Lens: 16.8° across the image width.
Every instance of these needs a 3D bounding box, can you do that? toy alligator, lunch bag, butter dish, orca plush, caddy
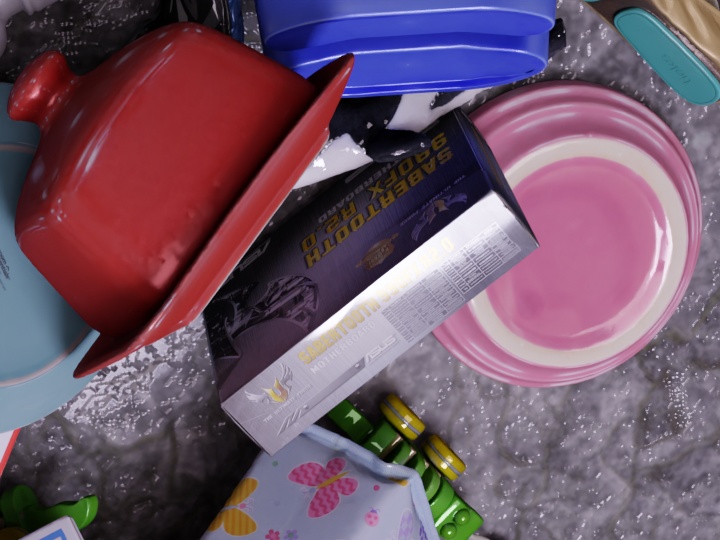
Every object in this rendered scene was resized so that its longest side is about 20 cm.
[{"bbox_3d":[-0.240,0.190,1.488,0.200,0.059,0.054,-45,79,18],"label":"toy alligator"},{"bbox_3d":[-0.035,0.214,1.483,0.170,0.127,0.200,-56,150,-23],"label":"lunch bag"},{"bbox_3d":[-0.122,-0.059,1.296,0.148,0.200,0.200,39,74,-8],"label":"butter dish"},{"bbox_3d":[0.044,0.144,1.547,0.059,0.054,0.200,-44,114,1],"label":"toy alligator"},{"bbox_3d":[0.023,-0.117,1.428,0.199,0.105,0.071,-19,116,5],"label":"orca plush"},{"bbox_3d":[0.023,-0.168,1.354,0.199,0.141,0.105,-3,75,-1],"label":"caddy"}]

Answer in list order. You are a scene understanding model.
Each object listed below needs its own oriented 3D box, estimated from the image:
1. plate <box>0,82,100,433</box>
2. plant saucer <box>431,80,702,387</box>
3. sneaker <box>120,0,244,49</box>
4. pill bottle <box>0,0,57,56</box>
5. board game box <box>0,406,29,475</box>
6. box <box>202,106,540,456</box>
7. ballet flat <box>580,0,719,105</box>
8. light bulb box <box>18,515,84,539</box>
[{"bbox_3d":[-0.204,-0.004,1.353,0.200,0.026,0.201,-7,103,-34],"label":"plate"},{"bbox_3d":[0.128,-0.017,1.532,0.200,0.051,0.201,-5,109,-16],"label":"plant saucer"},{"bbox_3d":[-0.121,-0.105,1.416,0.082,0.071,0.200,8,108,-25],"label":"sneaker"},{"bbox_3d":[-0.264,-0.143,1.338,0.200,0.112,0.112,-28,113,-7],"label":"pill bottle"},{"bbox_3d":[-0.259,0.055,1.370,0.151,0.046,0.200,25,85,-34],"label":"board game box"},{"bbox_3d":[0.000,0.000,1.423,0.200,0.158,0.048,-38,113,10],"label":"box"},{"bbox_3d":[0.164,-0.182,1.494,0.200,0.069,0.063,41,64,-26],"label":"ballet flat"},{"bbox_3d":[-0.215,0.269,1.428,0.200,0.125,0.198,-27,155,-8],"label":"light bulb box"}]
